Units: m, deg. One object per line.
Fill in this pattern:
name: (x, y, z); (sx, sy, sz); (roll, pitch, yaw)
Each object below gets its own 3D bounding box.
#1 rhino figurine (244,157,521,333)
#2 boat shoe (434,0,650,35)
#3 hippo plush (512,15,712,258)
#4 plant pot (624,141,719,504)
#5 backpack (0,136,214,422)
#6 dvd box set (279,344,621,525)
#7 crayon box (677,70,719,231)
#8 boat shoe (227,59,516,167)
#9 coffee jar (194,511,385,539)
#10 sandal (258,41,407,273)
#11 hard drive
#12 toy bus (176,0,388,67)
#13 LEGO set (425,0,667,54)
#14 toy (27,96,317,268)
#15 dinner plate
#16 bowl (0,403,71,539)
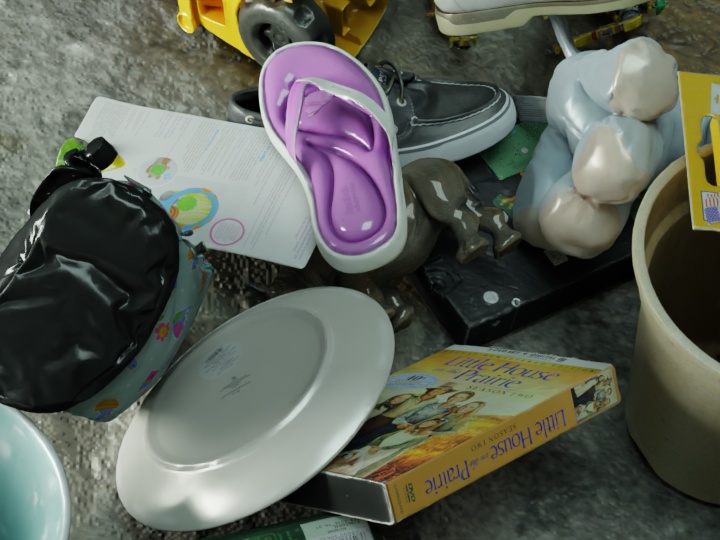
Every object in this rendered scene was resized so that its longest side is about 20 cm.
rhino figurine: (0.000, 0.000, 1.541); (0.200, 0.060, 0.087); (-35, 70, -1)
boat shoe: (0.143, -0.213, 1.584); (0.200, 0.068, 0.075); (-13, 24, 5)
hippo plush: (0.200, -0.071, 1.576); (0.161, 0.159, 0.200); (18, 9, -17)
plant pot: (0.251, 0.050, 1.489); (0.200, 0.184, 0.200); (4, 53, -6)
backpack: (-0.166, 0.018, 1.443); (0.127, 0.200, 0.167); (41, 91, 0)
dvd box set: (0.040, 0.096, 1.440); (0.200, 0.029, 0.146); (-23, 19, -37)
crayon box: (0.288, -0.050, 1.422); (0.200, 0.052, 0.126); (5, 53, -6)
boat shoe: (0.005, -0.112, 1.611); (0.200, 0.066, 0.070); (-5, 38, 7)
coffee jar: (-0.084, 0.202, 1.374); (0.200, 0.104, 0.085); (-8, 59, -14)
sandal: (-0.014, -0.087, 1.527); (0.082, 0.050, 0.203); (-21, 52, -2)
hard drive: (0.117, -0.037, 1.622); (0.200, 0.038, 0.140); (-24, 62, -23)
toy bus: (-0.074, -0.250, 1.654); (0.192, 0.200, 0.136); (26, 53, 20)
LEGO set: (0.142, -0.217, 1.685); (0.200, 0.154, 0.116); (3, 36, -16)
toy: (-0.108, -0.050, 1.575); (0.200, 0.047, 0.115); (13, 52, 16)
dinner plate: (-0.070, 0.077, 1.440); (0.200, 0.024, 0.200); (-25, 31, 17)
bowl: (-0.267, 0.169, 1.363); (0.201, 0.105, 0.201); (2, 50, -3)
